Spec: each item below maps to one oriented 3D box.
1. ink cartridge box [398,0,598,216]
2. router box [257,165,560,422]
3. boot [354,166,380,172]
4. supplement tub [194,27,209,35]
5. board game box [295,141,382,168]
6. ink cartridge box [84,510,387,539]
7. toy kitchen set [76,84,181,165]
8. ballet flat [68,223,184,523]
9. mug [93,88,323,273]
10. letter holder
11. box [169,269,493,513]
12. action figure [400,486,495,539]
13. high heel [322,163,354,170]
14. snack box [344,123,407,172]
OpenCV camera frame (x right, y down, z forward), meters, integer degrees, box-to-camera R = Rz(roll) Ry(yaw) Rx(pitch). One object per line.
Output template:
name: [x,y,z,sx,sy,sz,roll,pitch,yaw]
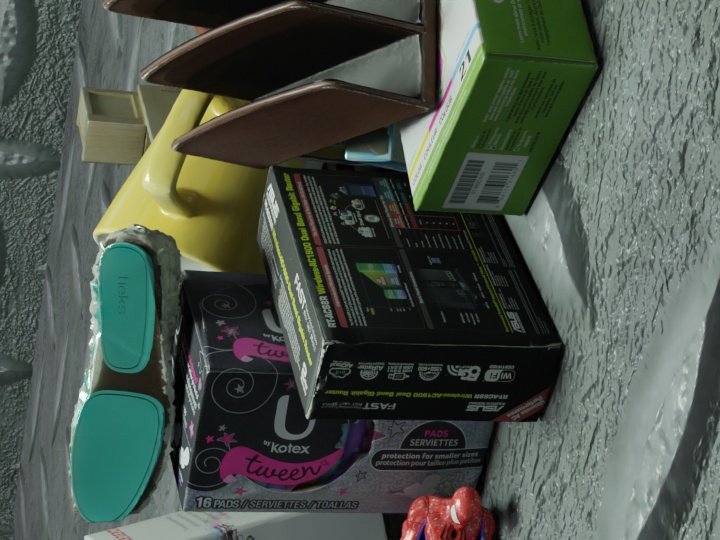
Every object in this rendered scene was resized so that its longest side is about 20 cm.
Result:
ink cartridge box: [0.073,-0.156,1.198,0.148,0.076,0.200,113,153,-50]
router box: [0.025,0.013,1.201,0.200,0.149,0.062,-109,26,-53]
boot: [-0.031,-0.062,1.553,0.200,0.072,0.155,-174,86,-69]
supplement tub: [-0.090,-0.281,1.531,0.200,0.107,0.107,91,170,-45]
board game box: [-0.002,-0.176,1.353,0.035,0.135,0.201,3,89,53]
ink cartridge box: [-0.086,0.248,1.401,0.147,0.199,0.146,175,83,-74]
toy kitchen set: [-0.167,-0.057,1.788,0.163,0.199,0.181,-114,31,-59]
ballet flat: [-0.144,0.067,1.237,0.072,0.072,0.201,-136,54,-69]
mug: [-0.092,-0.064,1.384,0.153,0.149,0.187,-66,15,-12]
letter holder: [-0.067,-0.139,1.195,0.200,0.142,0.101,-14,72,54]
box: [-0.023,0.080,1.261,0.132,0.199,0.115,-114,30,-57]
action figure: [0.045,0.219,1.244,0.200,0.065,0.099,110,166,-47]
high heel: [0.000,0.000,1.426,0.067,0.096,0.200,-35,43,52]
snack box: [0.032,-0.170,1.303,0.116,0.037,0.201,5,-91,-67]
